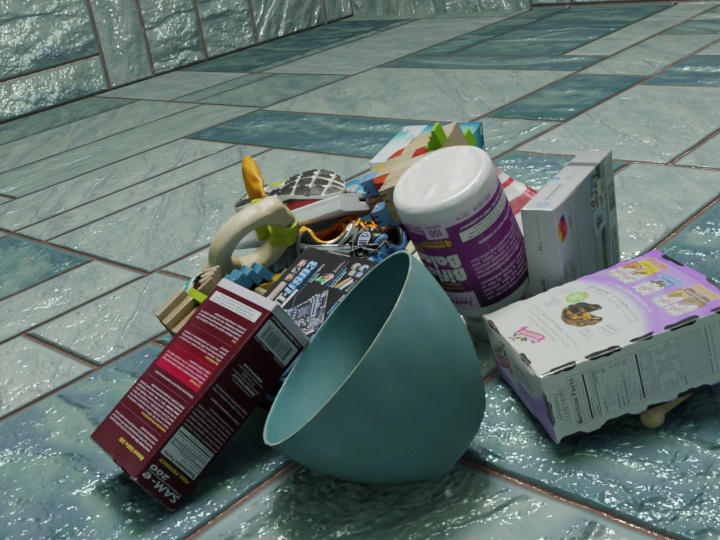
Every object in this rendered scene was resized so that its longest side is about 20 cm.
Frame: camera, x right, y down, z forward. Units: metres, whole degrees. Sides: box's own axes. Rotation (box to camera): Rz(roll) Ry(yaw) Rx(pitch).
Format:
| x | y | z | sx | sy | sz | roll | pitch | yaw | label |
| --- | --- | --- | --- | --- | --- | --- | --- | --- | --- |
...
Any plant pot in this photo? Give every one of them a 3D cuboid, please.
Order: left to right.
| x | y | z | sx | sy | sz | roll | pitch | yaw | label |
| --- | --- | --- | --- | --- | --- | --- | --- | --- | --- |
| 0.028 | 0.104 | 0.794 | 0.201 | 0.134 | 0.200 | -49 | 12 | 13 | plant pot |

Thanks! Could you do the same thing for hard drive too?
| x | y | z | sx | sy | sz | roll | pitch | yaw | label |
| --- | --- | --- | --- | --- | --- | --- | --- | --- | --- |
| -0.077 | -0.069 | 1.310 | 0.198 | 0.027 | 0.131 | -16 | -3 | 30 | hard drive |

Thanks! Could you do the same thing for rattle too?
| x | y | z | sx | sy | sz | roll | pitch | yaw | label |
| --- | --- | --- | --- | --- | --- | --- | --- | --- | --- |
| -0.191 | -0.044 | 1.207 | 0.199 | 0.143 | 0.130 | -39 | -9 | 2 | rattle |

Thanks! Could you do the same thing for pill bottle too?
| x | y | z | sx | sy | sz | roll | pitch | yaw | label |
| --- | --- | --- | --- | --- | --- | --- | --- | --- | --- |
| 0.120 | -0.023 | 0.988 | 0.111 | 0.201 | 0.113 | -20 | 33 | 14 | pill bottle |

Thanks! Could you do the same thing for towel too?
| x | y | z | sx | sy | sz | roll | pitch | yaw | label |
| --- | --- | --- | --- | --- | --- | --- | --- | --- | --- |
| 0.208 | -0.077 | 1.186 | 0.199 | 0.023 | 0.144 | 35 | 31 | 15 | towel |

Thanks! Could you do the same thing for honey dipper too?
| x | y | z | sx | sy | sz | roll | pitch | yaw | label |
| --- | --- | --- | --- | --- | --- | --- | --- | --- | --- |
| 0.330 | 0.094 | 0.861 | 0.198 | 0.038 | 0.038 | -26 | 27 | -29 | honey dipper |

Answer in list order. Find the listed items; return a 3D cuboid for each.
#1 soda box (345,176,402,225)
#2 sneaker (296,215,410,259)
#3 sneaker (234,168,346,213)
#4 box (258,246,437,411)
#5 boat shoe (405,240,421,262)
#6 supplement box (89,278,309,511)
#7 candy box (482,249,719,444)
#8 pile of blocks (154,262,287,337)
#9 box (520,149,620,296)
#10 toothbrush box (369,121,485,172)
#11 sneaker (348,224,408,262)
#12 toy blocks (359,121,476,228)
| x | y | z | sx | sy | sz | roll | pitch | yaw | label |
| --- | --- | --- | --- | --- | --- | --- | --- | --- | --- |
| 0.056 | -0.091 | 1.370 | 0.198 | 0.069 | 0.064 | 11 | 30 | 41 | soda box |
| 0.003 | -0.039 | 1.258 | 0.198 | 0.078 | 0.078 | -16 | 21 | -19 | sneaker |
| -0.098 | -0.096 | 1.419 | 0.198 | 0.086 | 0.077 | -9 | 31 | 31 | sneaker |
| -0.041 | 0.067 | 0.989 | 0.197 | 0.050 | 0.200 | 11 | 48 | 42 | box |
| 0.081 | 0.013 | 1.104 | 0.067 | 0.076 | 0.201 | -1 | 28 | 15 | boat shoe |
| -0.151 | 0.111 | 0.872 | 0.201 | 0.061 | 0.108 | -50 | 37 | -15 | supplement box |
| 0.236 | 0.065 | 0.873 | 0.197 | 0.072 | 0.168 | -20 | 19 | -4 | candy box |
| -0.149 | 0.036 | 1.134 | 0.198 | 0.083 | 0.062 | -23 | 25 | -30 | pile of blocks |
| 0.241 | -0.030 | 1.035 | 0.041 | 0.158 | 0.200 | 2 | 26 | 31 | box |
| 0.115 | -0.175 | 1.526 | 0.144 | 0.086 | 0.200 | 0 | 26 | 22 | toothbrush box |
| 0.000 | 0.000 | 1.148 | 0.078 | 0.090 | 0.200 | 4 | 26 | 32 | sneaker |
| 0.065 | -0.125 | 1.249 | 0.135 | 0.101 | 0.201 | -17 | 26 | 33 | toy blocks |
